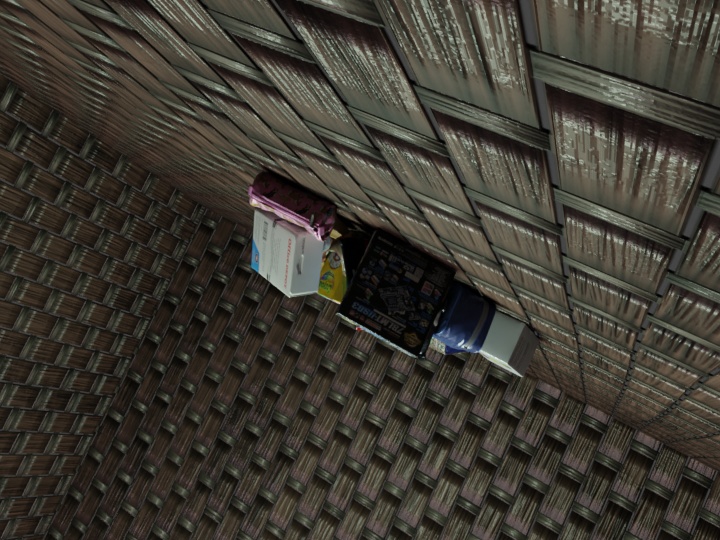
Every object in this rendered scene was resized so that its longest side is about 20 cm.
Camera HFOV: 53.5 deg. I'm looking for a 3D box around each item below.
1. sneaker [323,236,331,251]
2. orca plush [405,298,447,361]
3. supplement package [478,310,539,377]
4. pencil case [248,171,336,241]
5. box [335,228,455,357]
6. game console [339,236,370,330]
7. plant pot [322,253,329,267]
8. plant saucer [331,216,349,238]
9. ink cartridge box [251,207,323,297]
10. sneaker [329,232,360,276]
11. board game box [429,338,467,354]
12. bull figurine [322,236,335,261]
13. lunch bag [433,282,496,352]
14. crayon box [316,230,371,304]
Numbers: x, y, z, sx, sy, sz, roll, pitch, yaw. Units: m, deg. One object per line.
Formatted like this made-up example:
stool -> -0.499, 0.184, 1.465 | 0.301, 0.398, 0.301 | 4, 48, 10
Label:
sneaker -> -0.102, -0.080, 1.689 | 0.082, 0.075, 0.199 | 0, -173, -28
orca plush -> 0.140, 0.102, 1.664 | 0.069, 0.205, 0.105 | 19, -175, -19
supplement package -> 0.373, 0.186, 1.833 | 0.112, 0.112, 0.199 | 24, 174, 29
pencil case -> -0.146, -0.140, 1.536 | 0.196, 0.084, 0.087 | 28, 168, 15
box -> 0.075, 0.048, 1.506 | 0.196, 0.203, 0.050 | 27, 171, -3
game console -> 0.020, 0.028, 1.595 | 0.030, 0.206, 0.175 | -16, 171, 35
plant pot -> -0.145, -0.063, 1.977 | 0.184, 0.191, 0.198 | 29, 160, -31
plant saucer -> -0.101, -0.127, 1.702 | 0.196, 0.036, 0.200 | 28, 175, 3
ink cartridge box -> -0.170, -0.047, 1.640 | 0.082, 0.150, 0.199 | -6, -156, -35
sneaker -> 0.000, 0.000, 1.667 | 0.074, 0.071, 0.203 | -15, 118, 32
board game box -> 0.237, 0.150, 1.979 | 0.156, 0.100, 0.199 | -2, -167, -31
bull figurine -> -0.154, -0.097, 1.836 | 0.196, 0.124, 0.065 | 28, -158, 7
lunch bag -> 0.232, 0.115, 1.727 | 0.130, 0.139, 0.199 | 28, 175, -18
crayon box -> -0.041, -0.008, 1.787 | 0.057, 0.176, 0.199 | 27, 176, -18
